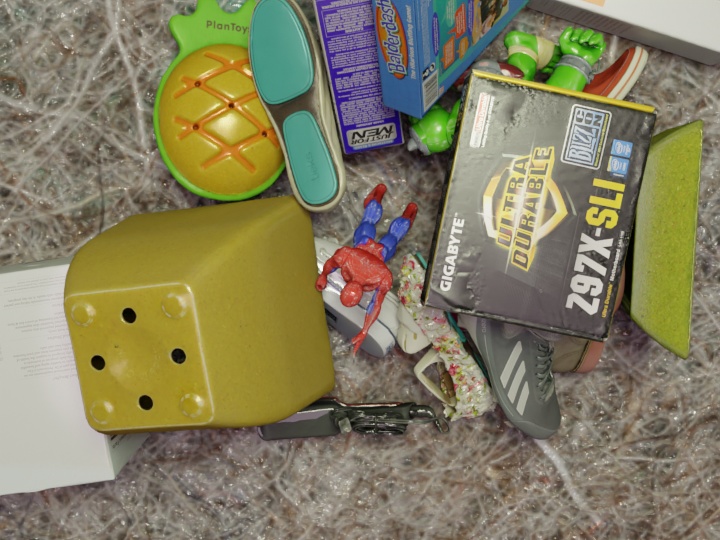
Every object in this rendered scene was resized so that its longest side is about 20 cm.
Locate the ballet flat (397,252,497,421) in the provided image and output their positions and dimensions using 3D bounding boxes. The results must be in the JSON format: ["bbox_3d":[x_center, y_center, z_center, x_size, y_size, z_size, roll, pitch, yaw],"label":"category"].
[{"bbox_3d":[0.075,0.075,0.909,0.064,0.076,0.200,-31,117,-1],"label":"ballet flat"}]

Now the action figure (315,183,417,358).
[{"bbox_3d":[0.000,0.000,0.875,0.065,0.200,0.099,29,116,-2],"label":"action figure"}]

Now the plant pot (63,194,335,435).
[{"bbox_3d":[-0.152,0.050,0.823,0.193,0.200,0.196,-6,99,15],"label":"plant pot"}]

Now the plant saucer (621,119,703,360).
[{"bbox_3d":[0.270,-0.034,0.862,0.048,0.200,0.201,3,96,11],"label":"plant saucer"}]

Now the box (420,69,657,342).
[{"bbox_3d":[0.148,-0.053,0.788,0.159,0.049,0.201,12,94,-3],"label":"box"}]

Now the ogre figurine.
[{"bbox_3d":[0.116,-0.163,0.866,0.199,0.098,0.120,10,67,9],"label":"ogre figurine"}]

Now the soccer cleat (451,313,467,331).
[{"bbox_3d":[0.169,-0.011,0.929,0.086,0.070,0.200,18,118,-41],"label":"soccer cleat"}]

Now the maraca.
[{"bbox_3d":[-0.129,-0.166,0.897,0.137,0.107,0.201,3,83,-17],"label":"maraca"}]

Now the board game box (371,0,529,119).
[{"bbox_3d":[0.084,-0.249,0.788,0.045,0.152,0.200,25,56,26],"label":"board game box"}]

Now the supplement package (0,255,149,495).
[{"bbox_3d":[-0.308,0.094,0.903,0.151,0.151,0.201,-8,96,1],"label":"supplement package"}]

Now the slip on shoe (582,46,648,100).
[{"bbox_3d":[0.196,-0.152,0.912,0.200,0.074,0.061,-40,91,9],"label":"slip on shoe"}]

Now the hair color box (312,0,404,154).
[{"bbox_3d":[-0.006,-0.215,0.833,0.065,0.200,0.110,-9,53,1],"label":"hair color box"}]

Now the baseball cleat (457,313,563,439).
[{"bbox_3d":[0.160,0.079,0.871,0.106,0.070,0.200,-14,119,39],"label":"baseball cleat"}]

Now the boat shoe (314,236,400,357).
[{"bbox_3d":[-0.035,0.002,0.938,0.200,0.074,0.065,42,69,0],"label":"boat shoe"}]

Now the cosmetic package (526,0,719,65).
[{"bbox_3d":[0.272,-0.277,0.895,0.199,0.071,0.102,16,96,-2],"label":"cosmetic package"}]

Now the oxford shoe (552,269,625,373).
[{"bbox_3d":[0.200,0.024,0.890,0.073,0.071,0.201,-6,125,-11],"label":"oxford shoe"}]

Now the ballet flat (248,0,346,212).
[{"bbox_3d":[-0.054,-0.152,0.856,0.069,0.069,0.201,-12,94,2],"label":"ballet flat"}]

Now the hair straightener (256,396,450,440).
[{"bbox_3d":[-0.007,0.158,0.944,0.199,0.077,0.041,4,100,-1],"label":"hair straightener"}]
